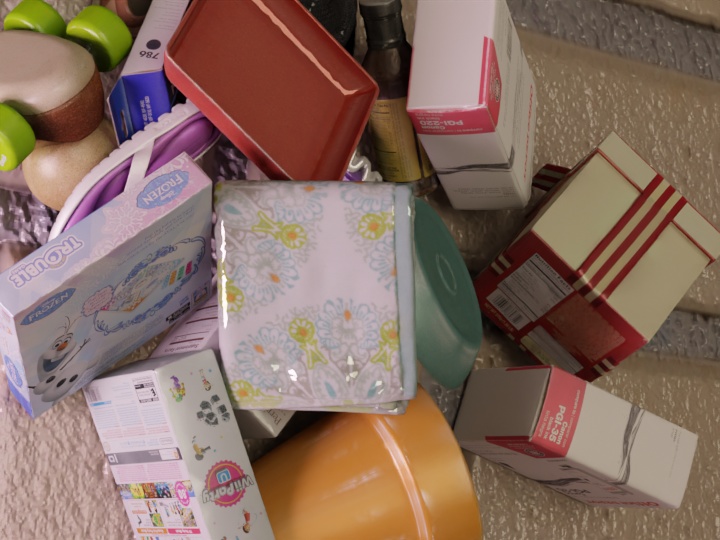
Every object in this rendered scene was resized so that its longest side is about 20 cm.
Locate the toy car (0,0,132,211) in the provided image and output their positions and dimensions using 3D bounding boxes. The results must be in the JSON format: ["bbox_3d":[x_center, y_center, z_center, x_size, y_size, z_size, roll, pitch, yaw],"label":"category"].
[{"bbox_3d":[-0.267,-0.107,1.528,0.164,0.157,0.200,-51,136,-31],"label":"toy car"}]

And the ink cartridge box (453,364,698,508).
[{"bbox_3d":[0.215,0.169,1.755,0.200,0.146,0.083,26,72,-26],"label":"ink cartridge box"}]

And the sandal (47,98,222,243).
[{"bbox_3d":[-0.187,-0.071,1.495,0.203,0.050,0.082,-47,150,-8],"label":"sandal"}]

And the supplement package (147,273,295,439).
[{"bbox_3d":[-0.082,0.046,1.612,0.114,0.109,0.200,46,63,-18],"label":"supplement package"}]

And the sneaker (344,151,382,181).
[{"bbox_3d":[0.009,-0.041,1.704,0.200,0.080,0.089,40,72,-16],"label":"sneaker"}]

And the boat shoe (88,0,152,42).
[{"bbox_3d":[-0.178,-0.296,1.620,0.076,0.072,0.201,32,68,-24],"label":"boat shoe"}]

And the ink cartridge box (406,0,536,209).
[{"bbox_3d":[0.112,-0.167,1.701,0.200,0.084,0.146,56,37,-58],"label":"ink cartridge box"}]

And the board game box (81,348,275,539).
[{"bbox_3d":[-0.157,0.176,1.528,0.064,0.147,0.201,-20,95,-33],"label":"board game box"}]

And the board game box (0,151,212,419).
[{"bbox_3d":[-0.214,0.016,1.475,0.200,0.199,0.043,-36,71,-22],"label":"board game box"}]

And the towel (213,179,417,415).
[{"bbox_3d":[-0.037,0.024,1.479,0.170,0.048,0.201,0,101,4],"label":"towel"}]

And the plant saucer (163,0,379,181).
[{"bbox_3d":[-0.082,-0.168,1.542,0.200,0.037,0.200,44,38,-19],"label":"plant saucer"}]

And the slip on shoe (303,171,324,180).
[{"bbox_3d":[0.000,0.000,1.568,0.074,0.061,0.201,-31,99,-29],"label":"slip on shoe"}]

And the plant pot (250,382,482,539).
[{"bbox_3d":[-0.016,0.215,1.591,0.183,0.200,0.201,-19,94,-20],"label":"plant pot"}]

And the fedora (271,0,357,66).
[{"bbox_3d":[-0.066,-0.239,1.668,0.200,0.092,0.201,5,81,-30],"label":"fedora"}]

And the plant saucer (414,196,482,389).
[{"bbox_3d":[0.065,0.009,1.591,0.200,0.036,0.200,54,22,-34],"label":"plant saucer"}]

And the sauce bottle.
[{"bbox_3d":[0.036,-0.171,1.701,0.065,0.065,0.201,-26,121,-31],"label":"sauce bottle"}]

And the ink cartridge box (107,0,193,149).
[{"bbox_3d":[-0.167,-0.186,1.539,0.039,0.100,0.200,10,54,11],"label":"ink cartridge box"}]

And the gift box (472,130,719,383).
[{"bbox_3d":[0.228,-0.012,1.765,0.185,0.200,0.187,46,58,-4],"label":"gift box"}]
